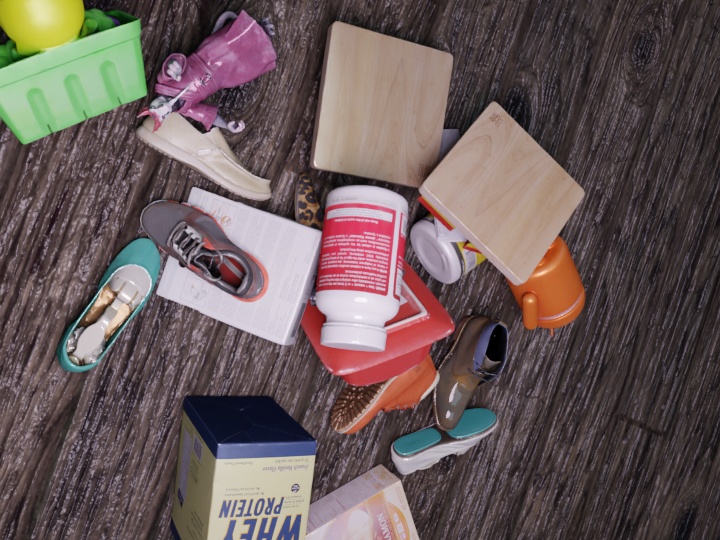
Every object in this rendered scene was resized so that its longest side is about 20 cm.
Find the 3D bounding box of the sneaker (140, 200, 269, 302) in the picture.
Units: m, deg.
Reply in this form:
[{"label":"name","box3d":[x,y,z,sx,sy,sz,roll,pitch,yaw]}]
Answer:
[{"label":"sneaker","box3d":[-0.208,-0.032,0.957,0.199,0.082,0.078,31,93,7]}]

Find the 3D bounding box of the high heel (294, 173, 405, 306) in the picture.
[{"label":"high heel","box3d":[-0.019,-0.055,1.060,0.141,0.071,0.202,-11,77,-1]}]

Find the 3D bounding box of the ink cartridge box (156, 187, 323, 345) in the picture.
[{"label":"ink cartridge box","box3d":[-0.161,-0.007,1.015,0.198,0.057,0.164,20,90,14]}]

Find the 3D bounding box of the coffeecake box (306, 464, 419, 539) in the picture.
[{"label":"coffeecake box","box3d":[-0.014,0.431,1.165,0.198,0.073,0.155,-24,108,-21]}]

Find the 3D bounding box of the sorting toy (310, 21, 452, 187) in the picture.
[{"label":"sorting toy","box3d":[0.023,-0.236,1.085,0.197,0.069,0.203,7,94,-26]}]

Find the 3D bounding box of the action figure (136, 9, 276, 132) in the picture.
[{"label":"action figure","box3d":[-0.202,-0.254,0.922,0.199,0.149,0.134,-37,144,-10]}]

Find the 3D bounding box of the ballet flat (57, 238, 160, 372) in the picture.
[{"label":"ballet flat","box3d":[-0.321,0.049,0.958,0.067,0.070,0.201,37,80,-25]}]

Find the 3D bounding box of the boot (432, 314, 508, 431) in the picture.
[{"label":"boot","box3d":[0.178,0.165,1.195,0.074,0.097,0.202,22,77,-20]}]

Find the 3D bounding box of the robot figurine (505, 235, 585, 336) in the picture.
[{"label":"robot figurine","box3d":[0.309,0.018,1.239,0.116,0.145,0.201,-24,124,13]}]

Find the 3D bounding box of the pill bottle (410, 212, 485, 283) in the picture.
[{"label":"pill bottle","box3d":[0.186,-0.076,1.173,0.199,0.111,0.112,-34,110,-19]}]

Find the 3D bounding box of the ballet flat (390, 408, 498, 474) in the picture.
[{"label":"ballet flat","box3d":[0.140,0.289,1.236,0.198,0.069,0.070,-16,104,-20]}]

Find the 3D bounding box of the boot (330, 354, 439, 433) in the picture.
[{"label":"boot","box3d":[0.045,0.201,1.166,0.200,0.075,0.108,-42,120,-15]}]

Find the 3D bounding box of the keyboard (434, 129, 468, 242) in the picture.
[{"label":"keyboard","box3d":[0.136,-0.134,1.131,0.056,0.011,0.202,1,65,-10]}]

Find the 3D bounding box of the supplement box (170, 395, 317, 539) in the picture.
[{"label":"supplement box","box3d":[-0.165,0.296,0.998,0.133,0.200,0.202,5,96,-26]}]

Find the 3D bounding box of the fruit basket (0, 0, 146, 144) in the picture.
[{"label":"fruit basket","box3d":[-0.362,-0.272,0.842,0.214,0.155,0.218,-14,118,-28]}]

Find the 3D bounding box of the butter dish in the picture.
[{"label":"butter dish","box3d":[0.016,0.098,1.092,0.198,0.200,0.149,-19,131,-16]}]

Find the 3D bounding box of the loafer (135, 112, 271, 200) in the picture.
[{"label":"loafer","box3d":[-0.199,-0.158,0.987,0.199,0.076,0.069,27,91,-27]}]

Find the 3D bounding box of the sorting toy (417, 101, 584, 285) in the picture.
[{"label":"sorting toy","box3d":[0.200,-0.107,1.083,0.199,0.070,0.200,43,63,-5]}]

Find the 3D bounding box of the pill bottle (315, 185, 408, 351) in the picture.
[{"label":"pill bottle","box3d":[0.000,0.000,0.958,0.111,0.112,0.203,12,77,-27]}]
